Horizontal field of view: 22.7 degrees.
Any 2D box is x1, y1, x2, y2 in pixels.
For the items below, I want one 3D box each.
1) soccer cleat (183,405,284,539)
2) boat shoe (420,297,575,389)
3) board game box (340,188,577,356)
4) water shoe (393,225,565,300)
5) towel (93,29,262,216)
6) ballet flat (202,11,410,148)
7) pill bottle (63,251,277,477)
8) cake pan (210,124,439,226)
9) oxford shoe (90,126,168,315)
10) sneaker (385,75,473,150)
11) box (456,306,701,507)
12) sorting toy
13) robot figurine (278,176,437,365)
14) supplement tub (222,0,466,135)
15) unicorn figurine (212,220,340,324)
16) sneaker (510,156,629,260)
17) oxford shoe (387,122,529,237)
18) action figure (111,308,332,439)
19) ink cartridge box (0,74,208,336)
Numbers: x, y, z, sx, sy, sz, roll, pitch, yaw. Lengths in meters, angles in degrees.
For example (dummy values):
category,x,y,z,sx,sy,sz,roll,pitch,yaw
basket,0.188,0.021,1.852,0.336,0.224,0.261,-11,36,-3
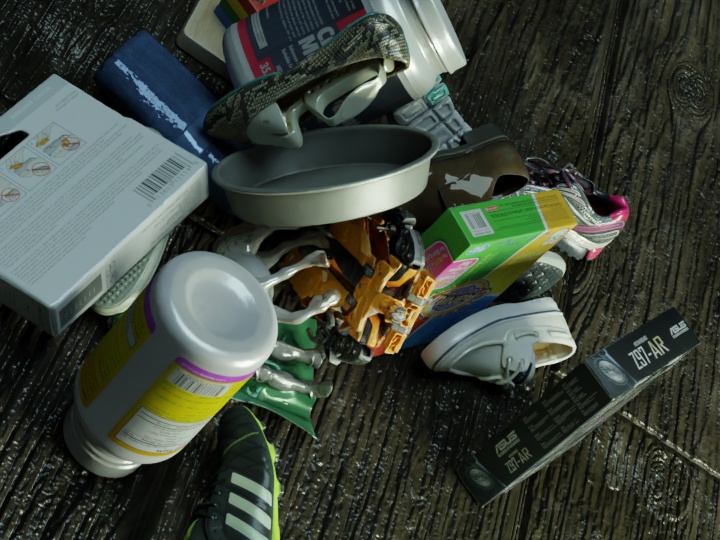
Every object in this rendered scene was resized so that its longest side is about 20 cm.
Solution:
category,x,y,z,sx,sy,sz,roll,pitch,yaw
soccer cleat,-0.104,0.195,1.434,0.081,0.068,0.201,5,54,-22
boat shoe,0.140,0.078,1.732,0.200,0.071,0.070,-9,60,-51
board game box,0.083,0.005,1.639,0.153,0.200,0.040,-12,65,-44
water shoe,0.121,-0.024,1.795,0.199,0.072,0.079,7,51,-36
towel,-0.156,-0.128,1.655,0.200,0.049,0.112,45,23,-4
ballet flat,-0.045,-0.153,1.581,0.076,0.199,0.068,65,8,28
pill bottle,-0.154,0.080,1.379,0.104,0.200,0.105,23,45,-24
cake pan,-0.028,-0.083,1.555,0.200,0.199,0.037,-31,119,-49
oxford shoe,-0.196,-0.037,1.553,0.075,0.058,0.201,-3,49,7
sneaker,0.077,-0.134,1.832,0.201,0.077,0.091,61,-10,-23
box,0.198,0.125,1.635,0.160,0.200,0.044,-24,74,-47
sorting toy,-0.062,-0.251,1.834,0.198,0.070,0.200,34,42,-13
robot figurine,0.000,0.000,1.564,0.058,0.145,0.200,22,14,-32
supplement tub,-0.016,-0.204,1.681,0.141,0.199,0.140,61,9,-17
unicorn figurine,-0.091,0.009,1.504,0.200,0.137,0.074,-100,173,-73
sneaker,0.193,-0.089,1.906,0.199,0.075,0.081,25,44,-21
oxford shoe,0.084,-0.070,1.724,0.199,0.073,0.085,-29,68,-26
action figure,-0.120,0.067,1.536,0.199,0.055,0.119,15,51,-25
ink cartridge box,-0.254,-0.059,1.496,0.173,0.044,0.200,30,55,20
